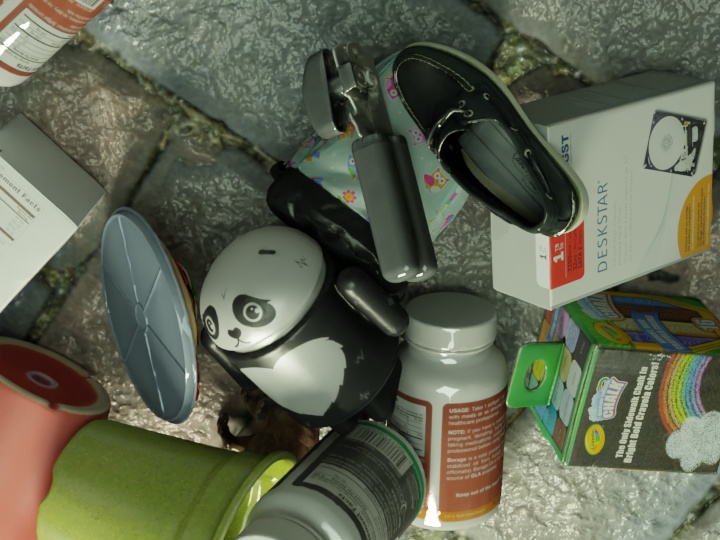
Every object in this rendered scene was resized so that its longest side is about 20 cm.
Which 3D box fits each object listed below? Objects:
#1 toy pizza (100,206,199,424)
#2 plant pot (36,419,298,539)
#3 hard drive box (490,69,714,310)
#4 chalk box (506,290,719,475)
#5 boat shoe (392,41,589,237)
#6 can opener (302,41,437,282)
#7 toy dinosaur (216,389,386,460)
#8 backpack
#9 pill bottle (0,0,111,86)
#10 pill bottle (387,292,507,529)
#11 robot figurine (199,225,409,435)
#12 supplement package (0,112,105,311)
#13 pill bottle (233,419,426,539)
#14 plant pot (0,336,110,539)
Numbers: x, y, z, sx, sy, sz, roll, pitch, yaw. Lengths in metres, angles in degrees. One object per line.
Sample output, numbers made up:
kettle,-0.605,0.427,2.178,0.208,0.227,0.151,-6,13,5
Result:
toy pizza,-0.184,0.039,1.210,0.031,0.200,0.202,-15,114,-28
plant pot,-0.179,0.225,1.200,0.183,0.200,0.202,19,112,17
hard drive box,0.206,-0.073,1.138,0.199,0.077,0.157,-18,114,-32
chalk box,0.227,0.097,1.213,0.198,0.124,0.126,6,112,-13
boat shoe,0.088,-0.099,1.034,0.200,0.066,0.075,51,127,11
can opener,0.004,-0.084,1.066,0.066,0.053,0.202,-19,79,33
toy dinosaur,-0.070,0.180,1.303,0.135,0.086,0.200,31,115,-16
backpack,0.034,-0.093,1.145,0.167,0.127,0.201,39,83,-6
pill bottle,-0.294,-0.231,1.136,0.199,0.112,0.112,-38,105,15
pill bottle,0.080,0.129,1.250,0.111,0.112,0.202,2,111,2
robot figurine,-0.047,0.054,1.135,0.150,0.125,0.200,-44,120,-2
supplement package,-0.344,-0.025,1.216,0.109,0.114,0.200,43,108,-12
pill bottle,-0.030,0.218,1.146,0.112,0.200,0.114,10,114,24
plant pot,-0.335,0.172,1.260,0.199,0.201,0.178,27,100,-8
